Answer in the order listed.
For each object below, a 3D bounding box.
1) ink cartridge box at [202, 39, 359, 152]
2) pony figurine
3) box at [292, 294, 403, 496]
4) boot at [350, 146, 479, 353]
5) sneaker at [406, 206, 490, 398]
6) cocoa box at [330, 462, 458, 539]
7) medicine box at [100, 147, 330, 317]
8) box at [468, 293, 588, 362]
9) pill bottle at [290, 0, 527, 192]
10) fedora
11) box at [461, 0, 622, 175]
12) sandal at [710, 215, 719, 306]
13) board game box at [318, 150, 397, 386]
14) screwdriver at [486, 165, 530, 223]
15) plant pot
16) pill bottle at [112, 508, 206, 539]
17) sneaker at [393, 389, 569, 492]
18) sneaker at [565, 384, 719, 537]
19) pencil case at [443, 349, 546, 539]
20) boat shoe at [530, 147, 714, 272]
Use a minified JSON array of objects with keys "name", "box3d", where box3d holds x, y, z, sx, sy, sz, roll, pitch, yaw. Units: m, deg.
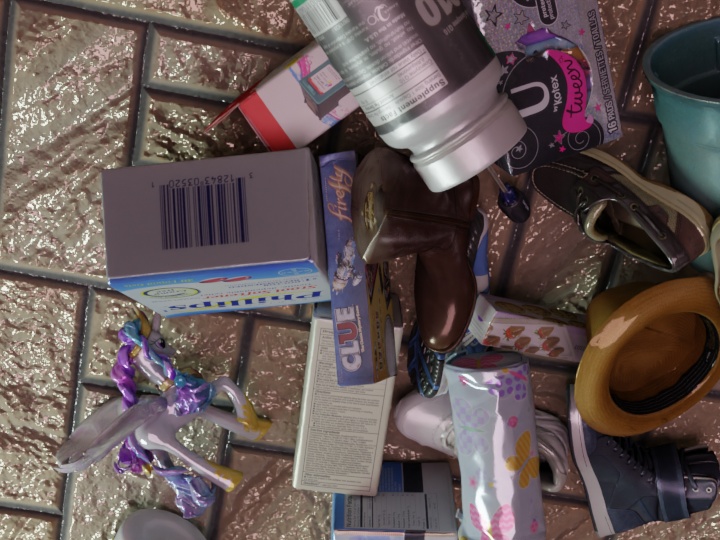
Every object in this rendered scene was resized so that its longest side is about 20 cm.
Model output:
[{"name":"ink cartridge box","box3d":[-0.038,-0.167,1.043,0.199,0.116,0.067,-34,103,13]},{"name":"pony figurine","box3d":[-0.210,0.157,1.182,0.200,0.166,0.193,44,74,-14]},{"name":"box","box3d":[-0.014,0.125,1.193,0.094,0.078,0.202,8,113,-4]},{"name":"boot","box3d":[0.044,-0.011,1.023,0.064,0.200,0.188,5,94,24]},{"name":"sneaker","box3d":[0.101,0.029,1.168,0.076,0.076,0.202,-2,113,-31]},{"name":"cocoa box","box3d":[0.033,0.325,1.249,0.130,0.134,0.202,1,113,0]},{"name":"medicine box","box3d":[-0.117,-0.028,1.048,0.180,0.200,0.104,-6,78,5]},{"name":"box","box3d":[0.199,0.063,1.156,0.199,0.041,0.039,12,113,-27]},{"name":"pill bottle","box3d":[0.040,-0.170,0.918,0.113,0.113,0.201,-32,103,12]},{"name":"fedora","box3d":[0.273,0.069,1.112,0.199,0.082,0.202,-16,131,-19]},{"name":"box","box3d":[0.137,-0.205,1.013,0.114,0.132,0.201,-20,113,-7]},{"name":"sandal","box3d":[0.353,0.031,1.016,0.080,0.054,0.201,-10,132,25]},{"name":"board game box","box3d":[0.000,0.000,1.053,0.034,0.135,0.202,-5,87,10]},{"name":"screwdriver","box3d":[0.132,-0.081,1.062,0.028,0.200,0.029,41,88,22]},{"name":"plant pot","box3d":[0.362,-0.107,1.048,0.198,0.201,0.197,-10,122,4]},{"name":"pill bottle","box3d":[-0.253,0.372,1.277,0.112,0.113,0.201,27,111,-12]},{"name":"sneaker","box3d":[0.132,0.177,1.205,0.198,0.100,0.078,14,115,-7]},{"name":"sneaker","box3d":[0.298,0.189,1.218,0.145,0.077,0.203,-13,123,17]},{"name":"pencil case","box3d":[0.130,0.178,1.123,0.083,0.090,0.202,-11,100,-37]},{"name":"boat shoe","box3d":[0.228,-0.059,1.062,0.065,0.199,0.074,-36,132,-27]}]
